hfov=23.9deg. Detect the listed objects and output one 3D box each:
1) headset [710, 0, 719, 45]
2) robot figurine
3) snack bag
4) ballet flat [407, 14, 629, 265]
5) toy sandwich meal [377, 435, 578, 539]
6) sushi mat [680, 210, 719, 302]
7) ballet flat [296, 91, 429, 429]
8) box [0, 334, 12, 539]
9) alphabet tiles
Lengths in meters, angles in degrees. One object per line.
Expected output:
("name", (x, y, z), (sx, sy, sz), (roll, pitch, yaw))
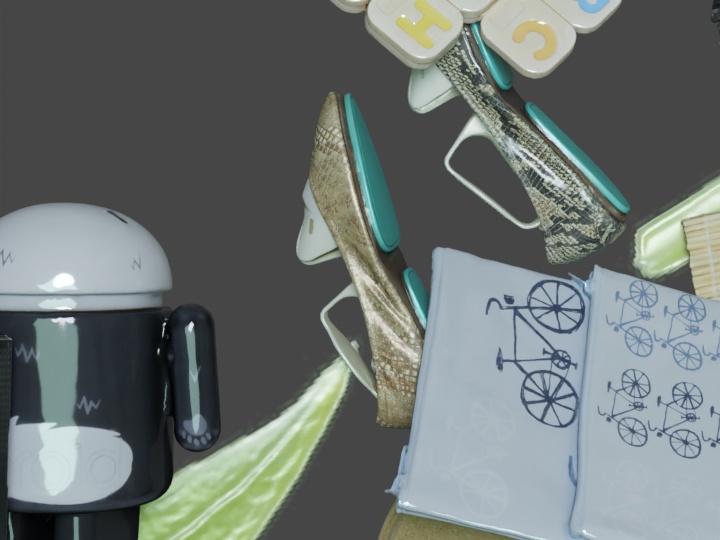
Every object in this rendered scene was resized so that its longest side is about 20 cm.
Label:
("headset", (0.291, -0.112, 0.955), (0.199, 0.094, 0.124), (22, 91, -3))
("robot figurine", (-0.162, 0.063, 0.941), (0.149, 0.125, 0.202), (0, 91, -20))
("snack bag", (0.122, 0.071, 0.919), (0.198, 0.021, 0.190), (15, 50, -4))
("ballet flat", (0.073, -0.088, 0.972), (0.075, 0.068, 0.201), (-34, 94, 16))
("toy sandwich meal", (0.093, 0.185, 0.945), (0.203, 0.070, 0.207), (-2, 83, 17))
("sushi mat", (0.292, -0.004, 0.997), (0.198, 0.012, 0.096), (-12, 91, -1))
("ballet flat", (0.000, 0.000, 0.970), (0.065, 0.070, 0.201), (-21, 88, 14))
("box", (-0.263, 0.125, 0.918), (0.199, 0.047, 0.195), (4, 90, 44))
("alphabet tiles", (0.065, -0.204, 0.950), (0.195, 0.015, 0.200), (42, 72, 13))
